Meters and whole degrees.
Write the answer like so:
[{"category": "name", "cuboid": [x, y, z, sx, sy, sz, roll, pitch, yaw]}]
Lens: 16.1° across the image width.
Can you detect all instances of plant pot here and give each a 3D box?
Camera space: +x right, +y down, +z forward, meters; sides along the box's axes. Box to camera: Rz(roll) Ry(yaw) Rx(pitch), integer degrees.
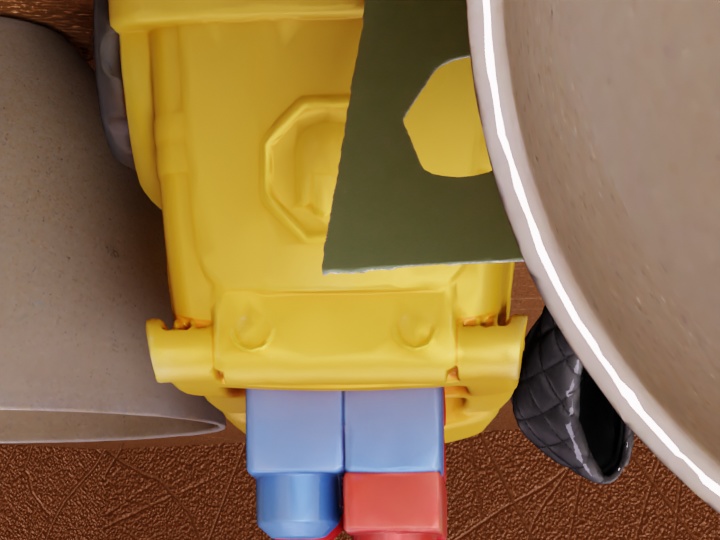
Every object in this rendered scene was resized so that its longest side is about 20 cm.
[{"category": "plant pot", "cuboid": [-0.146, -0.013, 0.857, 0.200, 0.135, 0.200, -1, 174, 0]}]

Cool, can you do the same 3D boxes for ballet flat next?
[{"category": "ballet flat", "cuboid": [0.103, -0.001, 0.949, 0.066, 0.057, 0.200, -28, 148, -34]}]

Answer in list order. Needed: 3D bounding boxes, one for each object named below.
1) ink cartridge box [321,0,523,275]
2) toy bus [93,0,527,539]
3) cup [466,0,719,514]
[{"category": "ink cartridge box", "cuboid": [0.094, -0.056, 0.570, 0.200, 0.048, 0.146, -1, -150, 5]}, {"category": "toy bus", "cuboid": [0.000, 0.000, 0.747, 0.136, 0.192, 0.200, -2, 174, 3]}, {"category": "cup", "cuboid": [0.122, -0.053, 0.419, 0.200, 0.200, 0.143, -1, -170, 6]}]
